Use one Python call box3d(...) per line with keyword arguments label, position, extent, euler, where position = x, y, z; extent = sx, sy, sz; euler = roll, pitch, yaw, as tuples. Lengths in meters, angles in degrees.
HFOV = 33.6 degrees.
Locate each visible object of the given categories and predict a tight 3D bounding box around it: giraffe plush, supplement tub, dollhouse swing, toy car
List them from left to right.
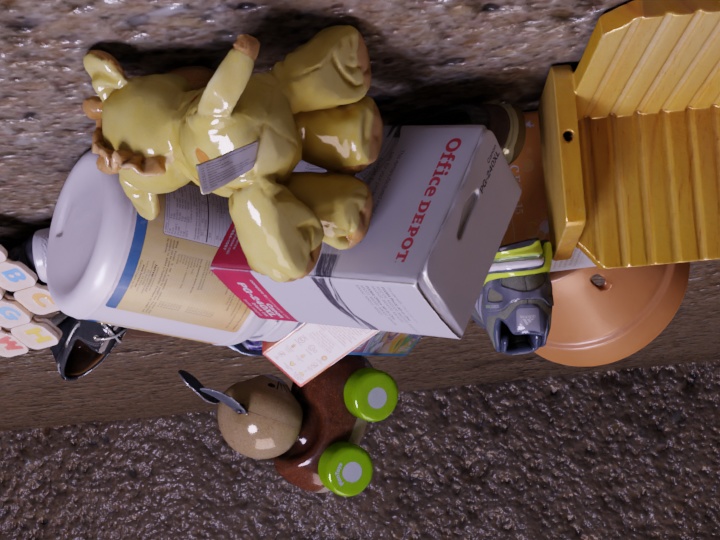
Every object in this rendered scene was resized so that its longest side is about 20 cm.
box3d(label="supplement tub", position=(-0.151, -0.015, 1.022), extent=(0.200, 0.145, 0.145), euler=(14, 159, -33))
box3d(label="giraffe plush", position=(-0.101, -0.087, 0.810), extent=(0.162, 0.173, 0.200), euler=(11, -169, 34))
box3d(label="toy car", position=(-0.092, 0.140, 1.269), extent=(0.200, 0.158, 0.164), euler=(22, 174, -25))
box3d(label="dollhouse swing", position=(0.253, -0.099, 0.893), extent=(0.199, 0.182, 0.176), euler=(-5, 179, -4))

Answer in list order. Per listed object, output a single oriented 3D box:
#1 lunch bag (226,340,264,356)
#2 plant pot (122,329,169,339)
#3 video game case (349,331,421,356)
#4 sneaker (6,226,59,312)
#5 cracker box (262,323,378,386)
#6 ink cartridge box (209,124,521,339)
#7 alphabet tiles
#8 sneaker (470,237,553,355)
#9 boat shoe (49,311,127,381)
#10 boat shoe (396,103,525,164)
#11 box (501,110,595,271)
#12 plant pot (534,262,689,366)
box3d(label="lunch bag", position=(-0.073, 0.034, 1.372), extent=(0.199, 0.127, 0.170), euler=(-13, 180, 2))
box3d(label="plant pot", position=(-0.235, 0.025, 1.362), extent=(0.200, 0.093, 0.201), euler=(-5, 167, -1))
box3d(label="video game case", position=(0.074, 0.012, 1.251), extent=(0.200, 0.018, 0.143), euler=(-51, 155, 15))
box3d(label="sneaker", position=(-0.365, 0.006, 1.239), extent=(0.114, 0.076, 0.200), euler=(-3, 168, -15))
box3d(label="cracker box", position=(0.000, 0.000, 1.102), extent=(0.200, 0.134, 0.058), euler=(-36, 117, 18))
box3d(label="ink cartridge box", position=(0.005, -0.033, 0.918), extent=(0.200, 0.145, 0.083), euler=(5, 148, 36))
box3d(label="alphabet tiles", position=(-0.401, 0.022, 1.205), extent=(0.195, 0.015, 0.200), euler=(-14, 134, 34))
box3d(label="sneaker", position=(0.125, 0.035, 1.014), extent=(0.074, 0.081, 0.200), euler=(-6, 167, 3))
box3d(label="boat shoe", position=(-0.261, 0.053, 1.252), extent=(0.072, 0.068, 0.200), euler=(15, 143, -40))
box3d(label="boat shoe", position=(0.049, -0.097, 1.003), extent=(0.066, 0.072, 0.201), euler=(16, 157, -36))
box3d(label="box", position=(0.191, -0.071, 1.046), extent=(0.199, 0.125, 0.097), euler=(-7, 167, 3))
box3d(label="plant pot", position=(0.208, -0.021, 1.178), extent=(0.200, 0.201, 0.140), euler=(-12, 151, 27))
